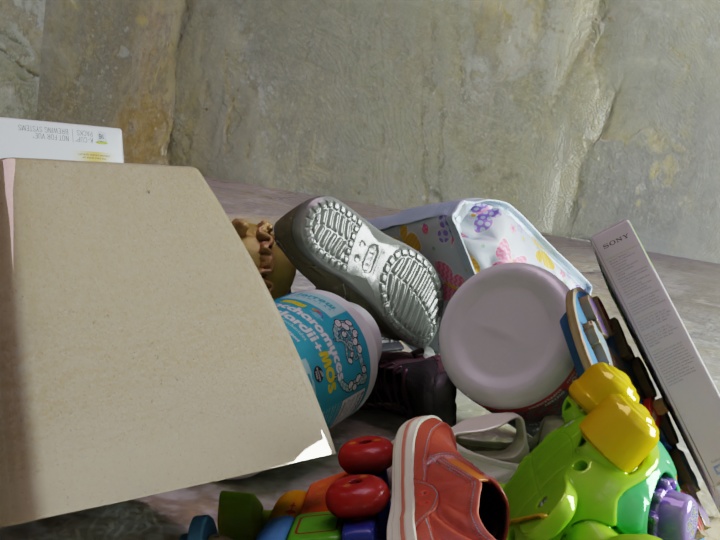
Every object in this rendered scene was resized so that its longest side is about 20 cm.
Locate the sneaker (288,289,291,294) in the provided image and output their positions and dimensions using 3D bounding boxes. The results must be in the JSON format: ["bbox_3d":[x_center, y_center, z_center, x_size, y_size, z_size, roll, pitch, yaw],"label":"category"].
[{"bbox_3d":[-0.136,0.028,1.189,0.077,0.076,0.200,-18,-14,25],"label":"sneaker"}]

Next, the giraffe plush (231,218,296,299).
[{"bbox_3d":[-0.117,0.030,1.006,0.199,0.164,0.172,14,11,39],"label":"giraffe plush"}]

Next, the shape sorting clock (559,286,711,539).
[{"bbox_3d":[0.198,0.102,0.793,0.039,0.201,0.200,-24,-2,20],"label":"shape sorting clock"}]

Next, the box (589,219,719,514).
[{"bbox_3d":[0.235,0.076,0.833,0.036,0.201,0.144,-24,-26,10],"label":"box"}]

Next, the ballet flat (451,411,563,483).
[{"bbox_3d":[0.127,0.139,0.835,0.198,0.070,0.069,3,9,-26],"label":"ballet flat"}]

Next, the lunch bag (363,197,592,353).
[{"bbox_3d":[0.094,0.015,1.088,0.169,0.128,0.200,-10,-44,47],"label":"lunch bag"}]

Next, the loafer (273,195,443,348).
[{"bbox_3d":[0.000,0.000,0.973,0.069,0.076,0.200,4,-31,47],"label":"loafer"}]

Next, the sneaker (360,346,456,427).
[{"bbox_3d":[0.019,0.108,0.972,0.114,0.076,0.200,0,0,-4],"label":"sneaker"}]

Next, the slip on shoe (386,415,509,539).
[{"bbox_3d":[0.048,0.129,0.587,0.061,0.075,0.200,-8,10,4],"label":"slip on shoe"}]

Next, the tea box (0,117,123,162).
[{"bbox_3d":[-0.334,-0.033,1.044,0.199,0.199,0.133,1,-9,-38],"label":"tea box"}]

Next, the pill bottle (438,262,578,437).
[{"bbox_3d":[0.151,0.077,0.926,0.115,0.117,0.200,12,-12,30],"label":"pill bottle"}]

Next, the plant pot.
[{"bbox_3d":[-0.163,0.043,0.621,0.199,0.179,0.199,-20,-12,41],"label":"plant pot"}]

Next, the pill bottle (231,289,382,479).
[{"bbox_3d":[-0.058,0.078,0.864,0.110,0.112,0.200,11,16,25],"label":"pill bottle"}]

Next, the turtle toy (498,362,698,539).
[{"bbox_3d":[0.129,0.146,0.622,0.101,0.146,0.200,41,10,-2],"label":"turtle toy"}]

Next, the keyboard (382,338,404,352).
[{"bbox_3d":[-0.055,0.074,1.257,0.199,0.021,0.127,0,12,-44],"label":"keyboard"}]

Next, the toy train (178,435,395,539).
[{"bbox_3d":[-0.032,0.144,0.660,0.115,0.085,0.200,-6,8,5],"label":"toy train"}]
